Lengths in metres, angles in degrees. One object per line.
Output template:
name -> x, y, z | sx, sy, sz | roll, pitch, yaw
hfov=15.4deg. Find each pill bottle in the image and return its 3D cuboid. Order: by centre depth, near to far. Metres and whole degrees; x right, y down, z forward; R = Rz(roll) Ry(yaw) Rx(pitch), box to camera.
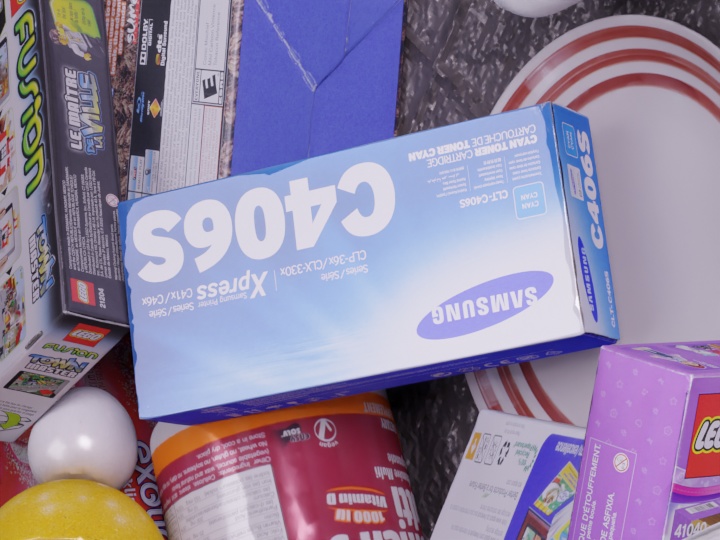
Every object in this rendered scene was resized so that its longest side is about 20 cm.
pill bottle -> -0.020, 0.151, 1.149 | 0.110, 0.109, 0.200 | -34, 64, 45

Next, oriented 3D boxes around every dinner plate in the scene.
dinner plate -> 0.107, -0.001, 1.065 | 0.200, 0.024, 0.201 | -2, 88, 50

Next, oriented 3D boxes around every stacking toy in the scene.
stacking toy -> -0.122, 0.141, 1.142 | 0.146, 0.146, 0.200 | -32, 43, 46

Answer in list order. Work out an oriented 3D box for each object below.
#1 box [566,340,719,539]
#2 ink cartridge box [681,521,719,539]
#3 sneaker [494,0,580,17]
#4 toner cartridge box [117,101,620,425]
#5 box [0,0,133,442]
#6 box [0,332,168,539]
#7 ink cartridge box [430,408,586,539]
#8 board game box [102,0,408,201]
box -> 0.142, 0.092, 0.878 | 0.039, 0.200, 0.137 | 18, 102, 42
ink cartridge box -> 0.220, 0.125, 0.780 | 0.146, 0.200, 0.147 | -31, 65, 46
sneaker -> 0.131, -0.116, 0.986 | 0.199, 0.079, 0.130 | -29, 60, 30
toner cartridge box -> 0.000, 0.000, 1.082 | 0.200, 0.043, 0.095 | -13, 79, 24
box -> -0.150, -0.037, 1.189 | 0.110, 0.035, 0.200 | -40, 47, 43
box -> -0.101, 0.127, 1.258 | 0.095, 0.100, 0.200 | -36, 62, 42
ink cartridge box -> 0.050, 0.152, 0.962 | 0.200, 0.043, 0.198 | -67, 13, -5
board game box -> -0.082, -0.059, 1.242 | 0.200, 0.097, 0.160 | 11, 98, 51
